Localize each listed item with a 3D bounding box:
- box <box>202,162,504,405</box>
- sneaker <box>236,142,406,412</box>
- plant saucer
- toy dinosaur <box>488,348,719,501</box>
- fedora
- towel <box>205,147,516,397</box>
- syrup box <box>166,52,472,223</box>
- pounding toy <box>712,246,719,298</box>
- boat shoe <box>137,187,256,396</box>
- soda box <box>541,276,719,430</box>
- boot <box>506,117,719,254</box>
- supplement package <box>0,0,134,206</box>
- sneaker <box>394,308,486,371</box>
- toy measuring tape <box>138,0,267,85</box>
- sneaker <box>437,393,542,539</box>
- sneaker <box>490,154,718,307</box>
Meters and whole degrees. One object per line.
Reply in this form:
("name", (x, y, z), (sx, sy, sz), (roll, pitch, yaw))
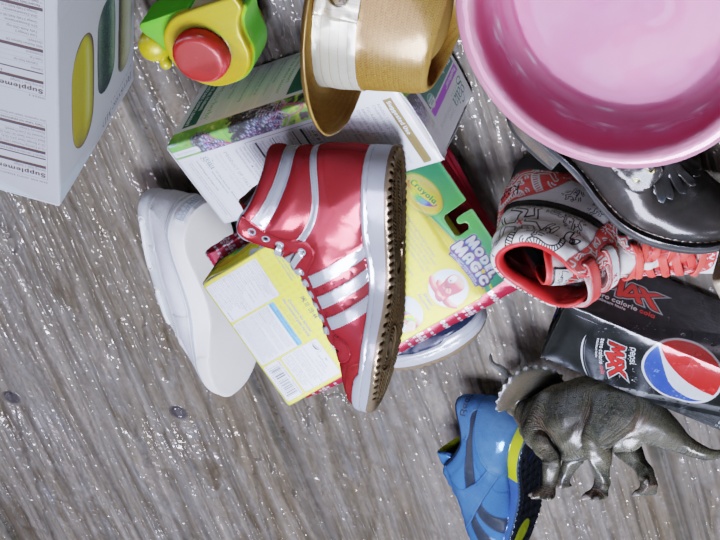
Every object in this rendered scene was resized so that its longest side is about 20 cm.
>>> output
("box", (0.000, 0.000, 1.594), (0.200, 0.048, 0.117), (-29, 105, 22))
("sneaker", (-0.029, 0.001, 1.538), (0.112, 0.071, 0.200), (7, 114, 11))
("plant saucer", (0.159, -0.162, 1.344), (0.200, 0.051, 0.201), (9, 118, 17))
("toy dinosaur", (0.172, 0.117, 1.644), (0.200, 0.077, 0.102), (1, 96, 35))
("fedora", (0.024, -0.177, 1.392), (0.082, 0.201, 0.201), (13, 136, 12))
("towel", (0.004, -0.005, 1.628), (0.200, 0.022, 0.145), (-28, 105, 19))
("syrup box", (-0.029, -0.106, 1.565), (0.200, 0.079, 0.081), (-15, 124, 34))
("pounding toy", (0.322, 0.011, 1.439), (0.184, 0.200, 0.142), (-10, 128, 31))
("boat shoe", (-0.132, 0.016, 1.744), (0.068, 0.072, 0.200), (23, 149, 33))
("soda box", (0.239, 0.060, 1.617), (0.200, 0.071, 0.063), (22, 137, 2))
("boot", (0.193, -0.104, 1.450), (0.200, 0.069, 0.174), (32, 149, -1))
("supplement package", (-0.250, -0.181, 1.534), (0.150, 0.152, 0.200), (16, 136, 8))
("sneaker", (-0.009, 0.016, 1.684), (0.200, 0.070, 0.109), (-3, 132, 29))
("toy measuring tape", (-0.071, -0.172, 1.528), (0.200, 0.074, 0.074), (-14, 125, 34))
("sneaker", (0.104, 0.174, 1.799), (0.078, 0.066, 0.200), (20, 137, 20))
("sneaker", (0.190, -0.010, 1.543), (0.201, 0.108, 0.067), (16, 136, 8))
